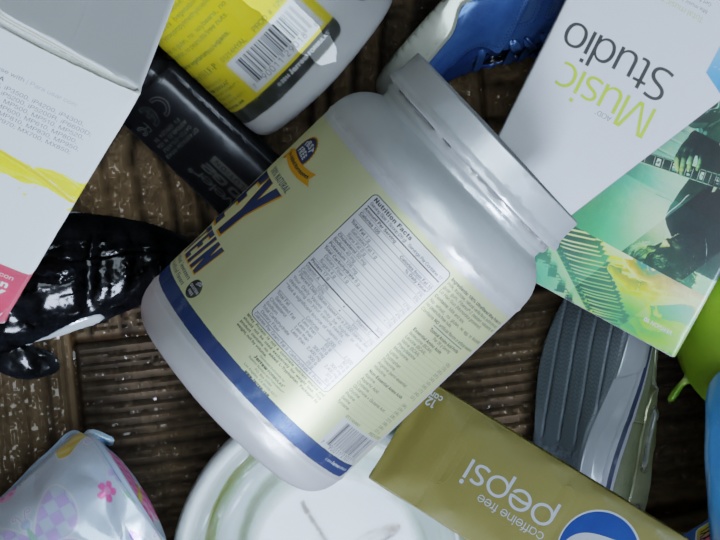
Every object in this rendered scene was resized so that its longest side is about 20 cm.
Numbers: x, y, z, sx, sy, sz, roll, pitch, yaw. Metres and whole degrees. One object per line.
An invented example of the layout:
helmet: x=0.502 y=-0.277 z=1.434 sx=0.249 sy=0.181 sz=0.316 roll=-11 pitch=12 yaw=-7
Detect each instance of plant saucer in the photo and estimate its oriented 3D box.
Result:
plant saucer: x=-0.012 y=0.165 z=1.391 sx=0.199 sy=0.050 sz=0.202 roll=-1 pitch=95 yaw=-13

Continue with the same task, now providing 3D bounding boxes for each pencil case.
pencil case: x=-0.201 y=0.172 z=1.335 sx=0.199 sy=0.083 sz=0.091 roll=-34 pitch=70 yaw=-7

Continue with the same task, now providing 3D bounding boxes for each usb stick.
usb stick: x=-0.053 y=-0.039 z=1.367 sx=0.200 sy=0.055 sz=0.033 roll=42 pitch=44 yaw=-12

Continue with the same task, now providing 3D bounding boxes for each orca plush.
orca plush: x=-0.158 y=0.013 z=1.336 sx=0.199 sy=0.071 sz=0.106 roll=10 pitch=93 yaw=-13

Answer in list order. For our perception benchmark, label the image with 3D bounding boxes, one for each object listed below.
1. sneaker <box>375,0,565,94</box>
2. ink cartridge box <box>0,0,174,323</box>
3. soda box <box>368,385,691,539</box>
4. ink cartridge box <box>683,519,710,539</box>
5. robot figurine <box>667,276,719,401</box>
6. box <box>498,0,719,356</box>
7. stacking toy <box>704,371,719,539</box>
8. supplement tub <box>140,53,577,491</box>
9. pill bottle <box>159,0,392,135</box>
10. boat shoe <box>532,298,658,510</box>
sneaker: x=0.110 y=-0.135 z=1.378 sx=0.200 sy=0.077 sz=0.111 roll=-42 pitch=92 yaw=-12
ink cartridge box: x=-0.165 y=-0.093 z=1.239 sx=0.083 sy=0.200 sz=0.146 roll=25 pitch=46 yaw=-12
soda box: x=0.107 y=0.137 z=1.307 sx=0.199 sy=0.068 sz=0.064 roll=30 pitch=88 yaw=19
ink cartridge box: x=0.180 y=0.242 z=1.396 sx=0.200 sy=0.076 sz=0.137 roll=-36 pitch=107 yaw=26
robot figurine: x=0.267 y=0.023 z=1.406 sx=0.199 sy=0.116 sz=0.177 roll=-9 pitch=108 yaw=-11
box: x=0.153 y=-0.072 z=1.328 sx=0.144 sy=0.036 sz=0.201 roll=28 pitch=110 yaw=6
stacking toy: x=0.277 y=0.130 z=1.356 sx=0.200 sy=0.109 sz=0.117 roll=40 pitch=45 yaw=-47
supplement tub: x=0.000 y=0.000 z=1.280 sx=0.200 sy=0.145 sz=0.145 roll=-44 pitch=102 yaw=5
pill bottle: x=-0.088 y=-0.177 z=1.315 sx=0.200 sy=0.111 sz=0.111 roll=43 pitch=85 yaw=-12
boat shoe: x=0.140 y=0.088 z=1.417 sx=0.062 sy=0.072 sz=0.201 roll=9 pitch=97 yaw=-37
